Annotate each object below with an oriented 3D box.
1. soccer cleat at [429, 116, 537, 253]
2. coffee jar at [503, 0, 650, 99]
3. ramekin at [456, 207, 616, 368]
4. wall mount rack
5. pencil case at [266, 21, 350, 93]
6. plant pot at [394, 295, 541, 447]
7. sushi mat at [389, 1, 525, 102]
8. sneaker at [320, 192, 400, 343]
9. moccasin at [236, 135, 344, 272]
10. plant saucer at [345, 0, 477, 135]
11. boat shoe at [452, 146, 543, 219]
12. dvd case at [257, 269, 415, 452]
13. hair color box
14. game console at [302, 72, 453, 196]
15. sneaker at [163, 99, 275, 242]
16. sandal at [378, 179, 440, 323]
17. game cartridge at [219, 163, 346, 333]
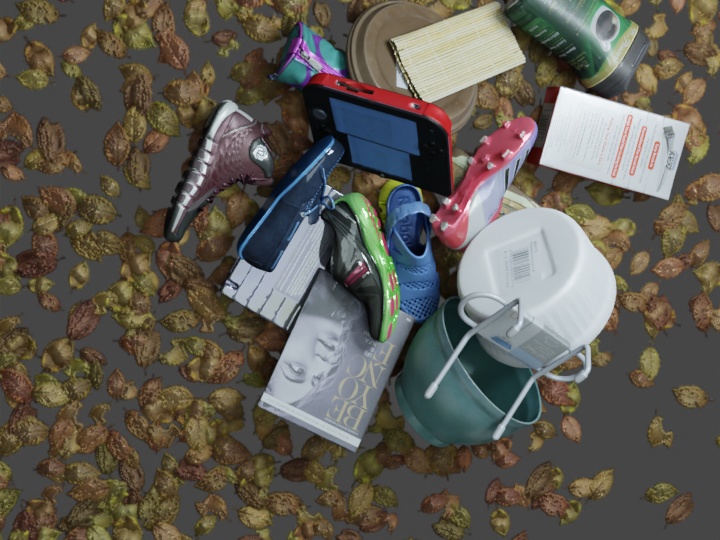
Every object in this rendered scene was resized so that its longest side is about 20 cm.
[{"bbox_3d":[0.172,-0.113,1.659,0.076,0.067,0.201,35,94,-40],"label":"soccer cleat"},{"bbox_3d":[0.296,-0.327,1.687,0.199,0.085,0.105,38,67,-13],"label":"coffee jar"},{"bbox_3d":[0.220,0.016,1.616,0.200,0.201,0.098,-41,133,-2],"label":"ramekin"},{"bbox_3d":[0.180,0.119,1.537,0.199,0.075,0.173,33,131,-21],"label":"wall mount rack"},{"bbox_3d":[-0.019,-0.239,1.644,0.199,0.092,0.086,30,92,-14],"label":"pencil case"},{"bbox_3d":[0.131,0.156,1.694,0.134,0.201,0.200,-39,105,24],"label":"plant pot"},{"bbox_3d":[0.131,-0.289,1.650,0.199,0.012,0.096,-26,89,-33],"label":"sushi mat"},{"bbox_3d":[0.000,0.000,1.663,0.083,0.077,0.202,-17,87,15],"label":"sneaker"},{"bbox_3d":[-0.082,-0.086,1.640,0.068,0.081,0.200,37,105,-16],"label":"moccasin"},{"bbox_3d":[0.074,-0.267,1.638,0.198,0.029,0.202,10,68,-25],"label":"plant saucer"},{"bbox_3d":[0.187,-0.085,1.719,0.199,0.072,0.077,34,90,-2],"label":"boat shoe"},{"bbox_3d":[-0.031,0.121,1.676,0.148,0.016,0.202,27,81,-9],"label":"dvd case"},{"bbox_3d":[0.343,-0.177,1.735,0.198,0.064,0.112,15,95,-11],"label":"hair color box"},{"bbox_3d":[0.024,-0.170,1.595,0.198,0.178,0.031,19,61,16],"label":"game console"},{"bbox_3d":[-0.175,-0.113,1.644,0.115,0.076,0.202,25,93,-16],"label":"sneaker"},{"bbox_3d":[0.068,-0.023,1.696,0.079,0.087,0.202,-14,102,-10],"label":"sandal"},{"bbox_3d":[-0.088,-0.026,1.694,0.129,0.038,0.201,30,92,-17],"label":"game cartridge"}]
